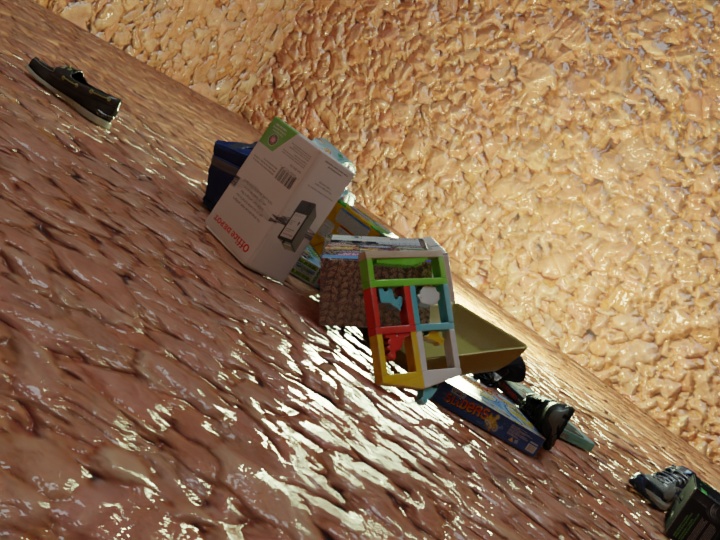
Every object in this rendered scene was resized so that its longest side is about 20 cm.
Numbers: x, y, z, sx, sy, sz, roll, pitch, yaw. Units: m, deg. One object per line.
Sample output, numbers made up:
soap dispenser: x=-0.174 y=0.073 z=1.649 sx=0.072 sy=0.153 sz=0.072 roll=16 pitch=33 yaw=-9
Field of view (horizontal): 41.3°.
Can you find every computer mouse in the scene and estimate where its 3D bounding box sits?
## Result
computer mouse: x=0.251 y=0.167 z=1.787 sx=0.138 sy=0.053 sz=0.199 roll=35 pitch=15 yaw=38

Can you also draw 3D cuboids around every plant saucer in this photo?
plant saucer: x=0.109 y=0.106 z=1.398 sx=0.197 sy=0.049 sz=0.200 roll=-4 pitch=19 yaw=-28

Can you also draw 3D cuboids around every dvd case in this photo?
dvd case: x=0.335 y=0.260 z=1.797 sx=0.145 sy=0.022 sz=0.200 roll=29 pitch=7 yaw=-37

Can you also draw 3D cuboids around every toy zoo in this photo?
toy zoo: x=0.067 y=0.074 z=1.252 sx=0.130 sy=0.203 sz=0.020 roll=-1 pitch=-12 yaw=-33

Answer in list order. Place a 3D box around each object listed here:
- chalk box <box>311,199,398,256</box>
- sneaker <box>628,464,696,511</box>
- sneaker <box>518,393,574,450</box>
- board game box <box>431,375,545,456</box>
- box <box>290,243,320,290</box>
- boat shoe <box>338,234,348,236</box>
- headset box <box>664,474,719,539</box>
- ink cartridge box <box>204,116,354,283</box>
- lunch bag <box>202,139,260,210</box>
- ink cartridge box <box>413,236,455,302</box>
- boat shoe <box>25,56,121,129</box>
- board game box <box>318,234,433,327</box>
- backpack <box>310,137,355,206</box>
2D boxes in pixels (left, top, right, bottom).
chalk box: x=-0.003 y=-0.045 z=1.877 sx=0.124 sy=0.125 sz=0.200 roll=36 pitch=8 yaw=17
sneaker: x=0.556 y=0.383 z=1.718 sx=0.199 sy=0.086 sz=0.077 roll=27 pitch=9 yaw=-41
sneaker: x=0.280 y=0.233 z=1.490 sx=0.079 sy=0.076 sz=0.200 roll=34 pitch=-9 yaw=13
board game box: x=0.170 y=0.194 z=1.429 sx=0.199 sy=0.035 sz=0.135 roll=31 pitch=8 yaw=-22
box: x=-0.119 y=-0.033 z=1.641 sx=0.109 sy=0.035 sz=0.200 roll=31 pitch=7 yaw=-23
boat shoe: x=0.000 y=0.000 z=1.588 sx=0.201 sy=0.070 sz=0.065 roll=56 pitch=25 yaw=-44
headset box: x=0.587 y=0.427 z=1.538 sx=0.199 sy=0.093 sz=0.174 roll=36 pitch=7 yaw=18
ink cartridge box: x=-0.124 y=-0.107 z=1.437 sx=0.084 sy=0.201 sz=0.145 roll=29 pitch=8 yaw=-45
lunch bag: x=-0.160 y=-0.156 z=1.649 sx=0.198 sy=0.134 sz=0.135 roll=2 pitch=19 yaw=-43
ink cartridge box: x=0.131 y=0.024 z=1.905 sx=0.082 sy=0.149 sz=0.200 roll=-10 pitch=12 yaw=-3
boat shoe: x=-0.517 y=-0.334 z=1.728 sx=0.200 sy=0.061 sz=0.072 roll=35 pitch=7 yaw=11
board game box: x=0.020 y=0.013 z=1.413 sx=0.157 sy=0.098 sz=0.200 roll=3 pitch=11 yaw=0
backpack: x=-0.095 y=-0.156 z=1.897 sx=0.153 sy=0.201 sz=0.176 roll=35 pitch=7 yaw=15
